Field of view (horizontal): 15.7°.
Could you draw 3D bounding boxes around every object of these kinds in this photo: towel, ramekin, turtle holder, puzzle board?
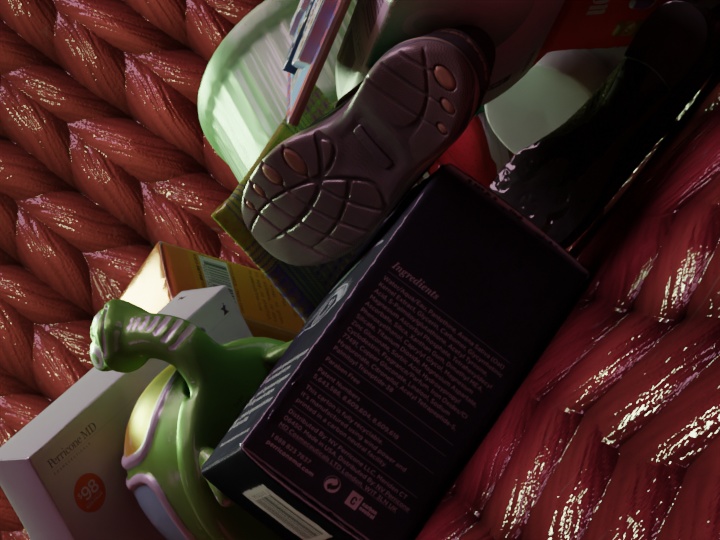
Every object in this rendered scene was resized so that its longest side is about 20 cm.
[{"bbox_3d":[0.000,0.000,1.585,0.023,0.200,0.144,-23,25,40],"label":"towel"},{"bbox_3d":[-0.003,-0.105,1.800,0.200,0.200,0.098,-51,48,31],"label":"ramekin"},{"bbox_3d":[-0.089,0.108,1.585,0.132,0.185,0.141,-8,65,47],"label":"turtle holder"},{"bbox_3d":[-0.004,-0.193,1.479,0.151,0.017,0.200,-91,23,-70],"label":"puzzle board"}]

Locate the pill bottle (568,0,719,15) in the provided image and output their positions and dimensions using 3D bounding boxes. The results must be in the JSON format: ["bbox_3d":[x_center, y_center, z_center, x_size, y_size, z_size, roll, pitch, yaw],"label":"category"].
[{"bbox_3d":[0.115,-0.204,1.546,0.112,0.200,0.113,175,90,-78],"label":"pill bottle"}]

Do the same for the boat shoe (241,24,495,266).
[{"bbox_3d":[0.011,-0.068,1.456,0.200,0.075,0.073,-36,0,43],"label":"boat shoe"}]

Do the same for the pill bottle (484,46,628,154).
[{"bbox_3d":[0.154,-0.156,1.661,0.111,0.111,0.200,-49,6,49],"label":"pill bottle"}]

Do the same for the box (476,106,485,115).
[{"bbox_3d":[0.086,-0.172,1.697,0.200,0.048,0.118,-30,-53,-57],"label":"box"}]

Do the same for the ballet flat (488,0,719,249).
[{"bbox_3d":[0.143,-0.076,1.542,0.200,0.067,0.046,-51,-27,14],"label":"ballet flat"}]

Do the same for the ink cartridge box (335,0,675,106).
[{"bbox_3d":[0.096,-0.142,1.482,0.161,0.200,0.050,114,152,-65],"label":"ink cartridge box"}]

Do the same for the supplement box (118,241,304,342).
[{"bbox_3d":[-0.064,0.046,1.811,0.067,0.200,0.069,-53,33,29],"label":"supplement box"}]

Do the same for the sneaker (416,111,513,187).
[{"bbox_3d":[0.034,-0.034,1.765,0.112,0.071,0.200,-15,-34,-20],"label":"sneaker"}]

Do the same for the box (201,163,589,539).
[{"bbox_3d":[0.017,0.058,1.456,0.200,0.104,0.148,-54,4,-14],"label":"box"}]

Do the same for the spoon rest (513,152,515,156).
[{"bbox_3d":[0.147,-0.116,1.774,0.099,0.061,0.200,-49,7,36],"label":"spoon rest"}]

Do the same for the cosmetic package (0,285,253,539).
[{"bbox_3d":[-0.127,0.125,1.673,0.052,0.151,0.200,-10,25,46],"label":"cosmetic package"}]
